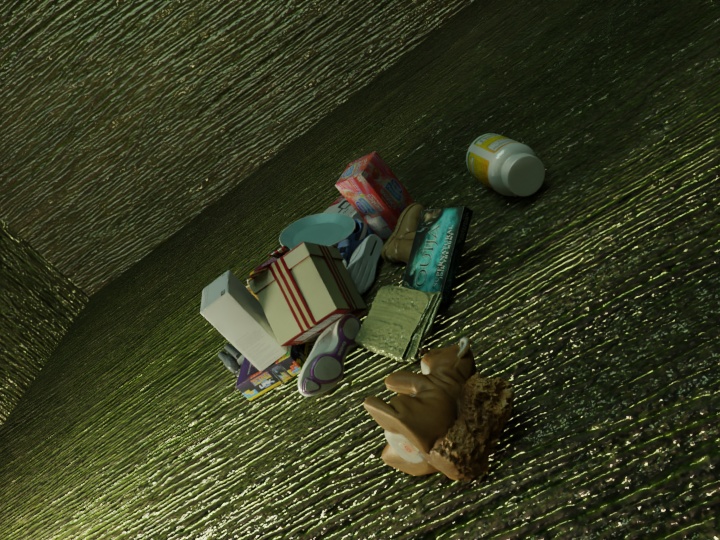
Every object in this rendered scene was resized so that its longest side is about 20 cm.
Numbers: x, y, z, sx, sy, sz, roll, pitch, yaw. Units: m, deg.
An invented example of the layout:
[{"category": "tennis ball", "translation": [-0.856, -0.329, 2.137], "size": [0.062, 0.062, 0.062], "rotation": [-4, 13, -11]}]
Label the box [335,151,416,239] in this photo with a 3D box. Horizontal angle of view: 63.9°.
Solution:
[{"category": "box", "translation": [0.045, -0.185, 1.461], "size": [0.102, 0.200, 0.095], "rotation": [-15, 36, 45]}]

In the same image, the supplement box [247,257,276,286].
[{"category": "supplement box", "translation": [-0.183, 0.022, 1.533], "size": [0.199, 0.131, 0.103], "rotation": [-35, 26, 14]}]

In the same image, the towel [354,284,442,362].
[{"category": "towel", "translation": [0.071, 0.100, 1.116], "size": [0.200, 0.036, 0.149], "rotation": [5, 64, 58]}]

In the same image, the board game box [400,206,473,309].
[{"category": "board game box", "translation": [0.147, -0.027, 1.157], "size": [0.135, 0.028, 0.201], "rotation": [3, 74, 57]}]

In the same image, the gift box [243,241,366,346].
[{"category": "gift box", "translation": [-0.130, 0.049, 1.258], "size": [0.199, 0.188, 0.184], "rotation": [-31, -15, 14]}]

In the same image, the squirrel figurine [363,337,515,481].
[{"category": "squirrel figurine", "translation": [0.132, 0.191, 0.826], "size": [0.199, 0.142, 0.187], "rotation": [9, 41, 42]}]

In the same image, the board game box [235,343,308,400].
[{"category": "board game box", "translation": [-0.199, 0.188, 1.364], "size": [0.165, 0.057, 0.200], "rotation": [-30, 26, 19]}]

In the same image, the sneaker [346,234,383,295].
[{"category": "sneaker", "translation": [0.000, 0.000, 1.396], "size": [0.071, 0.073, 0.200], "rotation": [-46, 11, 48]}]

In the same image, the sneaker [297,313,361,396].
[{"category": "sneaker", "translation": [-0.069, 0.181, 1.190], "size": [0.099, 0.075, 0.200], "rotation": [-31, 18, 53]}]

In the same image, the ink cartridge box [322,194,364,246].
[{"category": "ink cartridge box", "translation": [-0.033, -0.140, 1.642], "size": [0.145, 0.083, 0.200], "rotation": [-44, 24, -9]}]

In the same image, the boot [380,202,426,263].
[{"category": "boot", "translation": [0.149, -0.077, 1.302], "size": [0.200, 0.066, 0.176], "rotation": [8, 65, 60]}]

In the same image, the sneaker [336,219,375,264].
[{"category": "sneaker", "translation": [-0.032, -0.047, 1.486], "size": [0.074, 0.082, 0.201], "rotation": [-9, 42, 48]}]

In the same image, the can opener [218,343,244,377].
[{"category": "can opener", "translation": [-0.329, 0.225, 1.488], "size": [0.053, 0.067, 0.200], "rotation": [-48, 20, -14]}]

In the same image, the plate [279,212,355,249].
[{"category": "plate", "translation": [-0.108, -0.092, 1.473], "size": [0.199, 0.026, 0.201], "rotation": [-8, 31, 5]}]

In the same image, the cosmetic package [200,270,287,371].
[{"category": "cosmetic package", "translation": [-0.253, 0.109, 1.263], "size": [0.081, 0.200, 0.113], "rotation": [-37, 25, 7]}]

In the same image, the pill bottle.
[{"category": "pill bottle", "translation": [0.313, -0.226, 1.248], "size": [0.113, 0.113, 0.200], "rotation": [-38, 24, 4]}]

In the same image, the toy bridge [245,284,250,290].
[{"category": "toy bridge", "translation": [-0.225, 0.055, 1.437], "size": [0.199, 0.027, 0.068], "rotation": [3, 60, 27]}]

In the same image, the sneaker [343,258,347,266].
[{"category": "sneaker", "translation": [-0.095, 0.049, 1.382], "size": [0.074, 0.079, 0.201], "rotation": [-10, 61, 46]}]
